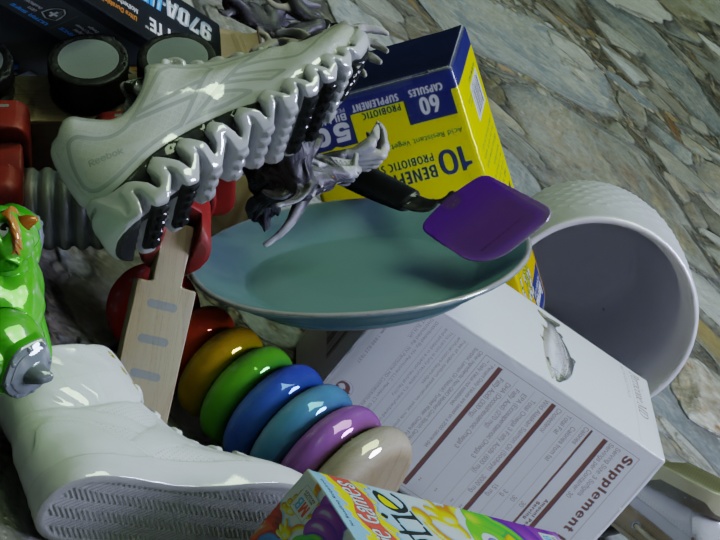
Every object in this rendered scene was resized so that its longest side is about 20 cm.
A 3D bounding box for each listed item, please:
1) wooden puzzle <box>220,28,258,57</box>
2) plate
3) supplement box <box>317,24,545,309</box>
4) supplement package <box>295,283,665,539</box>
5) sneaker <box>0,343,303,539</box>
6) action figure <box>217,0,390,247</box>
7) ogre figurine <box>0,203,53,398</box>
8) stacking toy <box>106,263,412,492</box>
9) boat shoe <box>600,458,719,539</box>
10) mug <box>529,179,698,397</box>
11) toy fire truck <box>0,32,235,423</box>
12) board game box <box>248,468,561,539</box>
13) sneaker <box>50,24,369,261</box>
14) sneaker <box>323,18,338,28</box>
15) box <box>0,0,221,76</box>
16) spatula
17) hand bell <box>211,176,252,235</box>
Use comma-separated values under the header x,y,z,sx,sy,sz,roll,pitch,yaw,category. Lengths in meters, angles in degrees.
x,y,z,sx,sy,sz,roll,pitch,yaw,category
-0.145,-0.142,1.764,0.200,0.037,0.185,6,15,-9,wooden puzzle
0.000,0.000,1.552,0.200,0.026,0.200,-4,21,1,plate
0.041,-0.042,1.752,0.110,0.109,0.200,-71,145,-69,supplement box
0.071,0.080,1.661,0.200,0.117,0.117,34,19,-14,supplement package
-0.102,0.090,1.393,0.200,0.074,0.116,18,31,-44,sneaker
-0.030,-0.104,1.581,0.102,0.119,0.200,-3,53,-9,action figure
-0.212,0.013,1.312,0.120,0.098,0.200,-3,15,-8,ogre figurine
-0.067,0.065,1.513,0.200,0.085,0.085,42,19,21,stacking toy
0.163,0.141,1.764,0.075,0.068,0.200,12,11,-45,boat shoe
0.137,0.005,1.948,0.200,0.148,0.175,6,17,-1,mug
-0.155,-0.018,1.475,0.176,0.129,0.200,-1,44,-5,toy fire truck
0.033,0.187,1.371,0.200,0.103,0.105,18,28,-46,board game box
-0.077,-0.088,1.436,0.200,0.075,0.081,-34,73,-31,sneaker
-0.048,-0.125,1.849,0.076,0.115,0.201,37,5,-7,sneaker
-0.199,-0.135,1.551,0.200,0.159,0.046,30,49,-53,box
0.035,-0.042,1.589,0.200,0.057,0.021,20,-35,57,spatula
-0.147,-0.085,1.722,0.200,0.104,0.104,28,19,5,hand bell
